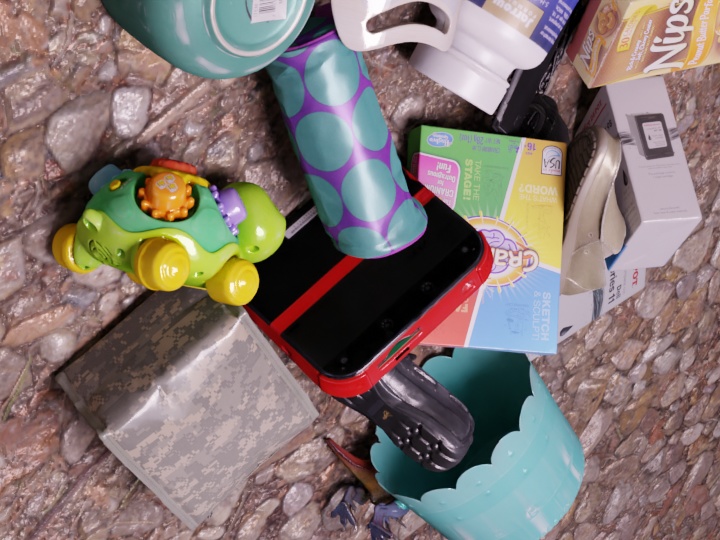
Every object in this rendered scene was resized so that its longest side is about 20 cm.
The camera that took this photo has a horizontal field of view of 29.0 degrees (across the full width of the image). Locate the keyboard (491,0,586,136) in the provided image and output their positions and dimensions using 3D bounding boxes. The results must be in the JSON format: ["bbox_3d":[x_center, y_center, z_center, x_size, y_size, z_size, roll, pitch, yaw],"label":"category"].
[{"bbox_3d":[0.177,-0.220,1.330,0.202,0.020,0.127,-65,161,2],"label":"keyboard"}]

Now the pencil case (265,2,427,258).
[{"bbox_3d":[-0.013,-0.113,1.162,0.092,0.084,0.202,-48,125,-48],"label":"pencil case"}]

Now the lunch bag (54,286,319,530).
[{"bbox_3d":[-0.141,0.119,1.225,0.164,0.117,0.201,-41,135,-10],"label":"lunch bag"}]

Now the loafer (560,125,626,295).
[{"bbox_3d":[0.225,-0.056,1.344,0.067,0.076,0.202,4,136,-5],"label":"loafer"}]

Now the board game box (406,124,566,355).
[{"bbox_3d":[0.115,-0.026,1.311,0.151,0.040,0.203,4,85,-16],"label":"board game box"}]

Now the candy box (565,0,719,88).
[{"bbox_3d":[0.309,-0.249,1.351,0.198,0.056,0.116,-14,149,-24],"label":"candy box"}]

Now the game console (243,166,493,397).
[{"bbox_3d":[0.000,0.000,1.232,0.200,0.177,0.031,-41,148,-14],"label":"game console"}]

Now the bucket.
[{"bbox_3d":[0.126,0.188,1.449,0.207,0.207,0.135,-46,120,-8],"label":"bucket"}]

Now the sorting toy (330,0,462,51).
[{"bbox_3d":[0.040,-0.266,1.105,0.198,0.106,0.183,-9,110,-40],"label":"sorting toy"}]

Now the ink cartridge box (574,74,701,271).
[{"bbox_3d":[0.274,-0.115,1.416,0.066,0.203,0.116,-5,156,-11],"label":"ink cartridge box"}]

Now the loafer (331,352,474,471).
[{"bbox_3d":[0.021,0.099,1.266,0.068,0.200,0.071,-45,-174,41],"label":"loafer"}]

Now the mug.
[{"bbox_3d":[-0.111,-0.226,1.005,0.153,0.114,0.185,-51,141,-1],"label":"mug"}]

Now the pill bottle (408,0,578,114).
[{"bbox_3d":[0.129,-0.246,1.221,0.119,0.119,0.202,20,102,-49],"label":"pill bottle"}]

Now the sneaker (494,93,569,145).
[{"bbox_3d":[0.151,-0.076,1.407,0.201,0.076,0.091,-54,144,3],"label":"sneaker"}]

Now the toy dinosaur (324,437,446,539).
[{"bbox_3d":[0.057,0.236,1.534,0.181,0.104,0.203,-38,131,-45],"label":"toy dinosaur"}]

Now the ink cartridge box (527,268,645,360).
[{"bbox_3d":[0.218,-0.011,1.508,0.199,0.083,0.148,-30,135,-26],"label":"ink cartridge box"}]

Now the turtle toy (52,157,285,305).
[{"bbox_3d":[-0.142,-0.033,1.115,0.199,0.144,0.103,13,88,-49],"label":"turtle toy"}]
